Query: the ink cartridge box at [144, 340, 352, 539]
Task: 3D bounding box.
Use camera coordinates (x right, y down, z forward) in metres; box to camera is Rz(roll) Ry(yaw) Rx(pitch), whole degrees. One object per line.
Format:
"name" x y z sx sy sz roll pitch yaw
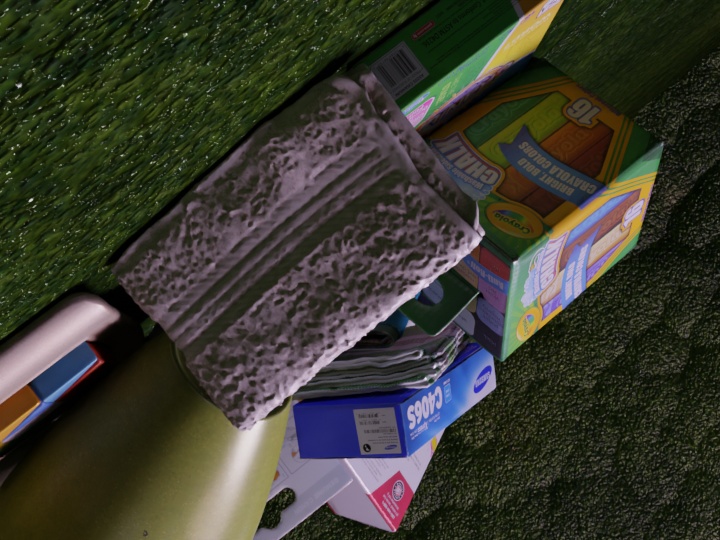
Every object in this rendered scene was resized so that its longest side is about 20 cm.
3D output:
"ink cartridge box" -0.120 0.139 0.969 0.159 0.201 0.047 -38 175 11

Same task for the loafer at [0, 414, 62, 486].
"loafer" -0.285 0.185 0.921 0.199 0.076 0.070 -38 179 -6

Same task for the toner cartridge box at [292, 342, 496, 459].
"toner cartridge box" 0.033 0.102 0.918 0.094 0.044 0.199 -4 -172 27

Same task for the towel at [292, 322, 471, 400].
"towel" 0.009 0.066 0.936 0.147 0.031 0.200 -7 -174 15

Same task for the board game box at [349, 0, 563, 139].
"board game box" 0.057 -0.132 0.776 0.152 0.041 0.200 -38 174 -8

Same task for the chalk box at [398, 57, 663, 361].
"chalk box" 0.102 -0.034 0.823 0.199 0.125 0.125 -37 150 -23

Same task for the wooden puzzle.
"wooden puzzle" -0.227 0.092 0.754 0.184 0.037 0.200 -38 174 -8

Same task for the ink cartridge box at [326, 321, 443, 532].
"ink cartridge box" 0.021 0.136 1.149 0.085 0.148 0.201 6 -127 34

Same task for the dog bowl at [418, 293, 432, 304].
"dog bowl" 0.071 -0.031 1.079 0.197 0.080 0.200 -21 -165 6

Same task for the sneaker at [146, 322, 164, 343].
"sneaker" -0.113 0.022 0.835 0.201 0.071 0.080 -48 161 25

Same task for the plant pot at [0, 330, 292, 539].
"plant pot" -0.135 0.133 0.792 0.201 0.187 0.187 -55 166 29

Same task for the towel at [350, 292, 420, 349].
"towel" 0.000 0.000 0.942 0.145 0.022 0.201 -9 -148 31

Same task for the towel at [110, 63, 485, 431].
"towel" -0.037 -0.013 0.663 0.199 0.133 0.034 -40 178 10

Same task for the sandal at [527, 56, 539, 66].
"sandal" 0.168 -0.107 0.977 0.075 0.202 0.043 -26 137 20
